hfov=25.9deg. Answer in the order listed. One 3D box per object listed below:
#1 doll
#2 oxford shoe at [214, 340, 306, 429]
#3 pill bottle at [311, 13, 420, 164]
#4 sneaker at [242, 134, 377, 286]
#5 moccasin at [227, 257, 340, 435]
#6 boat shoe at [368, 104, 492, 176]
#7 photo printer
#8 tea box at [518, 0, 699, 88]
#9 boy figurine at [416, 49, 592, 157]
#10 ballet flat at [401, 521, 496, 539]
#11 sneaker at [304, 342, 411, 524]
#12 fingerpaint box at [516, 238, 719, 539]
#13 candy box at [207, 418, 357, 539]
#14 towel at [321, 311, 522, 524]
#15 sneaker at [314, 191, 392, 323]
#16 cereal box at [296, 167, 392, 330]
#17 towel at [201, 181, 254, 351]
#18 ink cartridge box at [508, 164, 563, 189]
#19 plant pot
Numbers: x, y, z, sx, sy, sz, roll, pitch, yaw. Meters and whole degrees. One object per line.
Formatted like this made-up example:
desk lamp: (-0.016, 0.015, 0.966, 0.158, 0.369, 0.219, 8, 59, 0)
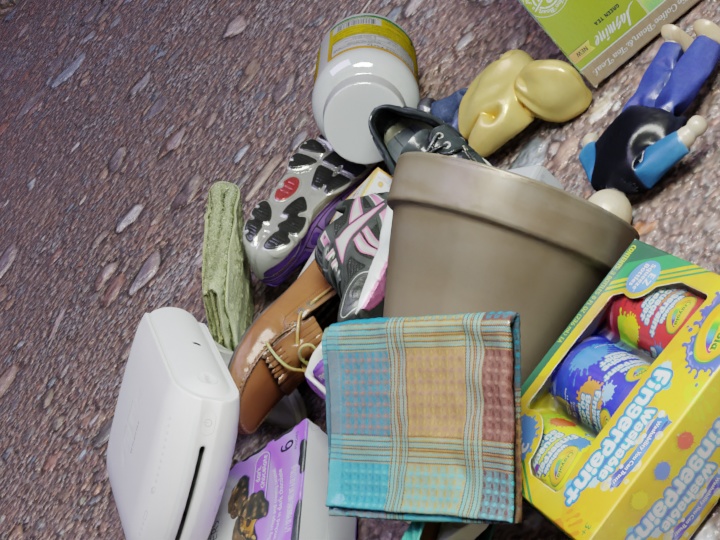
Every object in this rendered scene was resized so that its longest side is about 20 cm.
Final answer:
doll: (0.238, -0.115, 1.284, 0.136, 0.048, 0.201, 3, 57, 58)
oxford shoe: (-0.130, 0.109, 1.478, 0.199, 0.076, 0.058, 22, 42, 37)
pill bottle: (0.006, -0.184, 1.604, 0.113, 0.113, 0.201, -40, 18, 17)
sneaker: (-0.052, -0.066, 1.621, 0.080, 0.084, 0.200, 29, 61, 25)
moccasin: (-0.046, 0.062, 1.361, 0.077, 0.074, 0.202, 24, 59, 34)
boat shoe: (0.060, -0.102, 1.408, 0.075, 0.066, 0.200, -46, 33, 10)
photo printer: (-0.159, 0.143, 1.320, 0.200, 0.069, 0.168, -128, 52, -64)
tea box: (0.187, -0.312, 1.440, 0.133, 0.197, 0.201, -40, 29, 16)
boy figurine: (0.133, -0.159, 1.474, 0.199, 0.064, 0.125, -18, 43, 44)
ballet flat: (0.062, 0.200, 1.126, 0.070, 0.067, 0.202, -47, 19, 53)
sneaker: (0.008, 0.123, 1.259, 0.073, 0.114, 0.201, -45, 32, 5)
fingerpaint box: (0.191, 0.093, 1.071, 0.201, 0.073, 0.167, -52, 27, -2)
candy box: (-0.097, 0.246, 1.306, 0.199, 0.071, 0.169, -35, 31, 27)
towel: (0.040, 0.106, 1.124, 0.199, 0.022, 0.149, -7, 83, 50)
sneaker: (0.000, 0.000, 1.313, 0.085, 0.081, 0.201, -3, 28, 14)
cereal box: (-0.034, 0.009, 1.494, 0.201, 0.039, 0.144, -61, 8, -17)
towel: (-0.131, 0.017, 1.583, 0.036, 0.150, 0.201, -6, 36, 1)
ink cartridge box: (0.069, 0.004, 1.393, 0.199, 0.041, 0.201, -4, 52, 56)
plant pot: (0.094, 0.024, 1.204, 0.199, 0.198, 0.176, 12, 81, 59)
